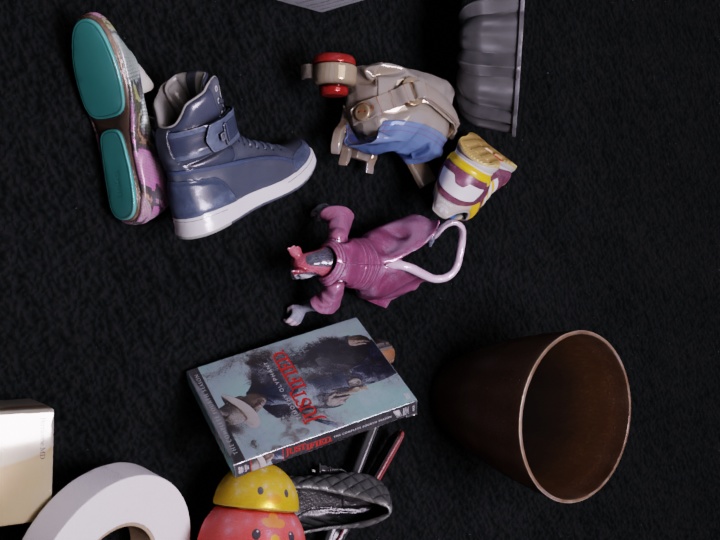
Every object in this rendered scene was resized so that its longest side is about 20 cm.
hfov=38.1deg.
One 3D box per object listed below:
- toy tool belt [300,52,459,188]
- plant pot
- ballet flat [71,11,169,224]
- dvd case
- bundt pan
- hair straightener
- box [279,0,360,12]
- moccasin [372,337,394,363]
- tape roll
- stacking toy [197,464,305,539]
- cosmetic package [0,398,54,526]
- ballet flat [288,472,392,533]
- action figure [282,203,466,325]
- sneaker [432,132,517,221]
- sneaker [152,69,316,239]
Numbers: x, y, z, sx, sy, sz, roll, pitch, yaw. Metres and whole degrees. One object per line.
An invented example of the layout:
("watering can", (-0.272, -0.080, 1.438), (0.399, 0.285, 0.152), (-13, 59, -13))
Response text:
("toy tool belt", (0.023, -0.159, 1.142), (0.198, 0.124, 0.125), (3, 89, -48))
("plant pot", (0.181, 0.157, 1.226), (0.185, 0.199, 0.190), (-2, 93, -37))
("ballet flat", (-0.224, -0.147, 1.002), (0.071, 0.068, 0.203), (-30, 114, -51))
("dvd case", (-0.061, 0.123, 1.056), (0.197, 0.146, 0.022), (-17, 131, -20))
("bundt pan", (0.151, -0.259, 1.219), (0.074, 0.202, 0.206), (3, 90, 7))
("hair straightener", (-0.029, 0.250, 1.181), (0.076, 0.041, 0.202), (34, 76, -11))
("box", (-0.025, -0.387, 1.054), (0.129, 0.199, 0.203), (5, 89, -38))
("moccasin", (-0.044, 0.135, 1.134), (0.200, 0.073, 0.079), (-30, 111, -32))
("tape roll", (-0.239, 0.280, 0.969), (0.202, 0.037, 0.206), (-31, 129, -47))
("stacking toy", (-0.108, 0.243, 1.036), (0.144, 0.145, 0.204), (10, 78, -36))
("cosmetic package", (-0.369, 0.169, 0.890), (0.198, 0.071, 0.107), (-1, 92, -37))
("ballet flat", (-0.061, 0.254, 1.116), (0.197, 0.057, 0.068), (-8, 100, -17))
("action figure", (0.000, 0.000, 1.127), (0.199, 0.147, 0.136), (-3, 99, -50))
("sneaker", (0.127, -0.107, 1.235), (0.091, 0.075, 0.200), (-55, 168, 15))
("sneaker", (-0.124, -0.137, 1.041), (0.202, 0.076, 0.148), (-36, 119, -48))
